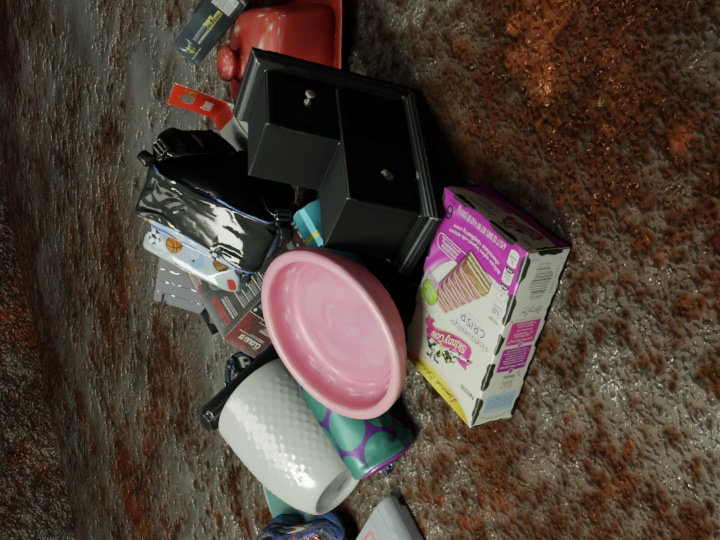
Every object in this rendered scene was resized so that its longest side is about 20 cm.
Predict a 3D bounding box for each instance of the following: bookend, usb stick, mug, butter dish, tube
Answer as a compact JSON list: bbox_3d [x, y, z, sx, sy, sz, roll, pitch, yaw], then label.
[{"bbox_3d":[-0.031,-0.116,0.892,0.093,0.196,0.202,120,153,-45],"label":"bookend"},{"bbox_3d":[-0.147,0.147,1.191,0.032,0.200,0.056,40,151,11],"label":"usb stick"},{"bbox_3d":[-0.068,0.210,1.130,0.175,0.147,0.201,42,101,28],"label":"mug"},{"bbox_3d":[-0.118,-0.268,1.104,0.199,0.145,0.204,20,113,55],"label":"butter dish"},{"bbox_3d":[-0.011,0.017,0.951,0.203,0.050,0.077,63,146,9],"label":"tube"}]

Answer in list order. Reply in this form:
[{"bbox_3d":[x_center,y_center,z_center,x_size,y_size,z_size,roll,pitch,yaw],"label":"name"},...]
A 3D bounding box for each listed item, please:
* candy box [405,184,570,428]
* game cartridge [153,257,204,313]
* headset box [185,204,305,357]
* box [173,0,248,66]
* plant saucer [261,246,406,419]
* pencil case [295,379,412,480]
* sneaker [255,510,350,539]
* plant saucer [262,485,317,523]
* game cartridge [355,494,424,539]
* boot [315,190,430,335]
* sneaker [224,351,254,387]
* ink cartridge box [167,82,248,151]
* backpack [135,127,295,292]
[{"bbox_3d":[0.119,0.034,0.854,0.136,0.060,0.204,45,132,46],"label":"candy box"},{"bbox_3d":[-0.210,0.014,1.282,0.039,0.196,0.132,-76,4,-62],"label":"game cartridge"},{"bbox_3d":[-0.142,0.005,1.163,0.200,0.077,0.149,-44,48,6],"label":"headset box"},{"bbox_3d":[-0.184,-0.400,1.201,0.199,0.051,0.160,-21,39,57],"label":"box"},{"bbox_3d":[-0.023,0.063,0.920,0.198,0.051,0.204,26,132,32],"label":"plant saucer"},{"bbox_3d":[-0.016,0.156,1.043,0.202,0.091,0.086,57,156,19],"label":"pencil case"},{"bbox_3d":[-0.083,0.396,1.205,0.198,0.078,0.077,-22,93,45],"label":"sneaker"},{"bbox_3d":[-0.111,0.326,1.312,0.199,0.027,0.205,18,111,56],"label":"plant saucer"},{"bbox_3d":[0.034,0.399,1.082,0.134,0.040,0.202,54,138,33],"label":"game cartridge"},{"bbox_3d":[-0.002,0.001,1.026,0.211,0.078,0.161,48,133,43],"label":"boot"},{"bbox_3d":[-0.173,0.181,1.341,0.199,0.072,0.114,-27,74,58],"label":"sneaker"},{"bbox_3d":[-0.161,-0.177,1.111,0.162,0.196,0.051,-172,99,-73],"label":"ink cartridge box"},{"bbox_3d":[-0.169,-0.077,1.049,0.198,0.191,0.156,31,117,-1],"label":"backpack"}]
